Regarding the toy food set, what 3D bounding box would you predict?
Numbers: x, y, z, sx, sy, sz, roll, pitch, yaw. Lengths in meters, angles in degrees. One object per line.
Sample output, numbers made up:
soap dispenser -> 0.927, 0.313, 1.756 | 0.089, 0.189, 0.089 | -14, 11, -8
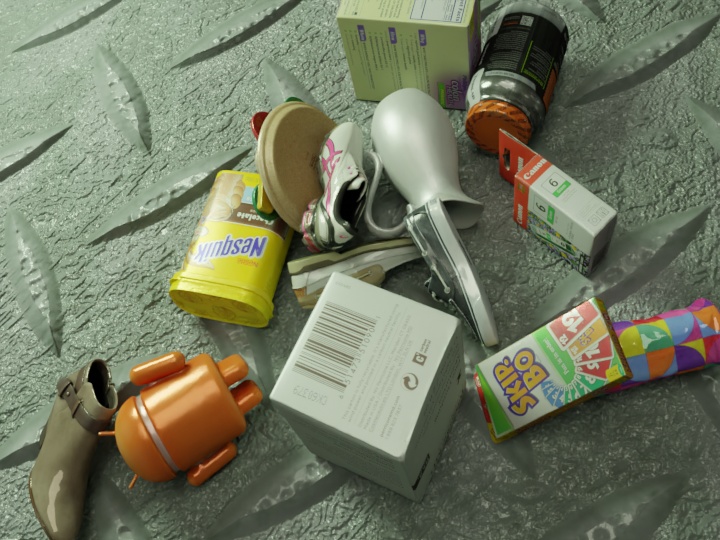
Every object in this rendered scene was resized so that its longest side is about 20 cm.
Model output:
toy food set -> -0.078, -0.146, 1.038 | 0.048, 0.195, 0.206 | -13, 67, 41

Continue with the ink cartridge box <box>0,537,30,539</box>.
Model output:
ink cartridge box -> -0.516, 0.440, 0.889 | 0.194, 0.044, 0.203 | -5, 62, 6

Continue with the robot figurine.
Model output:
robot figurine -> -0.223, 0.183, 0.916 | 0.197, 0.146, 0.117 | -31, 51, -14

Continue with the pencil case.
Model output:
pencil case -> 0.335, 0.094, 0.878 | 0.194, 0.089, 0.090 | -12, 61, 4

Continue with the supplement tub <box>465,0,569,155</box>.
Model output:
supplement tub -> 0.226, -0.281, 1.070 | 0.119, 0.123, 0.204 | 15, 66, 18

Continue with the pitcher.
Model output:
pitcher -> 0.065, -0.147, 1.030 | 0.167, 0.122, 0.204 | -14, 68, -15

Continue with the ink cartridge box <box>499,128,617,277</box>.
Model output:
ink cartridge box -> 0.245, -0.091, 0.975 | 0.050, 0.110, 0.200 | -41, 62, -12

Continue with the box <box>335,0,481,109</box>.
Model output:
box -> 0.080, -0.346, 1.101 | 0.194, 0.177, 0.099 | 10, 65, 16

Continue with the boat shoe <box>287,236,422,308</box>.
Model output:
boat shoe -> 0.000, 0.000, 1.003 | 0.194, 0.075, 0.070 | -13, 94, -10

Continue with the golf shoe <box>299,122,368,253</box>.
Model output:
golf shoe -> -0.017, -0.119, 0.994 | 0.091, 0.072, 0.205 | -13, 56, 40

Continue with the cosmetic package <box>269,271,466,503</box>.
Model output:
cosmetic package -> 0.020, 0.141, 0.848 | 0.161, 0.201, 0.168 | 19, 67, 20

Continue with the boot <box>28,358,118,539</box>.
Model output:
boot -> -0.359, 0.219, 0.928 | 0.146, 0.069, 0.202 | -46, 50, 20

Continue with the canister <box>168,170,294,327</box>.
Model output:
canister -> -0.173, -0.036, 1.044 | 0.144, 0.087, 0.205 | 8, 63, 14

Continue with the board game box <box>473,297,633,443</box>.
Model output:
board game box -> 0.214, 0.122, 0.857 | 0.199, 0.029, 0.098 | -39, 52, 36

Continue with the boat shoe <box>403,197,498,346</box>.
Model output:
boat shoe -> 0.116, 0.011, 0.948 | 0.067, 0.072, 0.204 | -25, 91, 15
